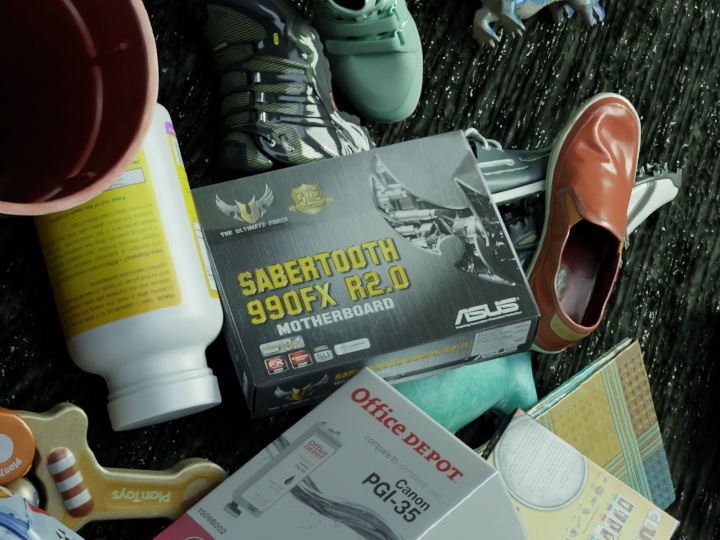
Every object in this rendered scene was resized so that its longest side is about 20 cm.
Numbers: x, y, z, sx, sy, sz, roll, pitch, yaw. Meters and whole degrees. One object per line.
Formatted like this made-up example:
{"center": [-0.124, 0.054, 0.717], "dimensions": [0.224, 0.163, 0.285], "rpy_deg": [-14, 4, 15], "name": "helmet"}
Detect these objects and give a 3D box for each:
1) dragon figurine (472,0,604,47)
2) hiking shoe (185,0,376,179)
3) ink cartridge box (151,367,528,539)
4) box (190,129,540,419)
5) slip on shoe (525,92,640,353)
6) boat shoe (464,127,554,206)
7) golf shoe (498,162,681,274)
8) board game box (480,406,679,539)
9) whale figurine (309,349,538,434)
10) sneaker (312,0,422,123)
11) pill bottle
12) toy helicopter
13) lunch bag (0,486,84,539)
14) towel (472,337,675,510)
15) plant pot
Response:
{"center": [0.102, -0.241, 1.834], "dimensions": [0.200, 0.059, 0.100], "rpy_deg": [45, 54, -20], "name": "dragon figurine"}
{"center": [-0.067, -0.114, 1.666], "dimensions": [0.101, 0.076, 0.200], "rpy_deg": [-43, 102, -39], "name": "hiking shoe"}
{"center": [-0.018, 0.174, 1.499], "dimensions": [0.200, 0.146, 0.083], "rpy_deg": [-39, 135, -15], "name": "ink cartridge box"}
{"center": [0.000, 0.000, 1.601], "dimensions": [0.199, 0.048, 0.159], "rpy_deg": [-12, 61, -13], "name": "box"}
{"center": [0.166, -0.036, 1.731], "dimensions": [0.074, 0.061, 0.200], "rpy_deg": [27, 71, -26], "name": "slip on shoe"}
{"center": [0.087, -0.075, 1.765], "dimensions": [0.200, 0.073, 0.062], "rpy_deg": [-19, 91, -32], "name": "boat shoe"}
{"center": [0.169, -0.020, 1.813], "dimensions": [0.200, 0.078, 0.095], "rpy_deg": [-23, 100, -31], "name": "golf shoe"}
{"center": [0.105, 0.207, 1.557], "dimensions": [0.135, 0.035, 0.200], "rpy_deg": [36, 60, -2], "name": "board game box"}
{"center": [0.057, 0.067, 1.680], "dimensions": [0.200, 0.104, 0.160], "rpy_deg": [6, 72, -36], "name": "whale figurine"}
{"center": [-0.006, -0.175, 1.678], "dimensions": [0.118, 0.074, 0.201], "rpy_deg": [-81, 158, -61], "name": "sneaker"}
{"center": [-0.150, -0.002, 1.555], "dimensions": [0.104, 0.104, 0.201], "rpy_deg": [-10, 82, -37], "name": "pill bottle"}
{"center": [-0.175, 0.149, 1.505], "dimensions": [0.199, 0.079, 0.133], "rpy_deg": [3, 94, -24], "name": "toy helicopter"}
{"center": [-0.202, 0.237, 1.434], "dimensions": [0.200, 0.076, 0.160], "rpy_deg": [41, 92, -16], "name": "lunch bag"}
{"center": [0.153, 0.154, 1.747], "dimensions": [0.200, 0.022, 0.147], "rpy_deg": [-33, 118, -39], "name": "towel"}
{"center": [-0.257, -0.106, 1.455], "dimensions": [0.200, 0.195, 0.201], "rpy_deg": [11, 70, -32], "name": "plant pot"}
